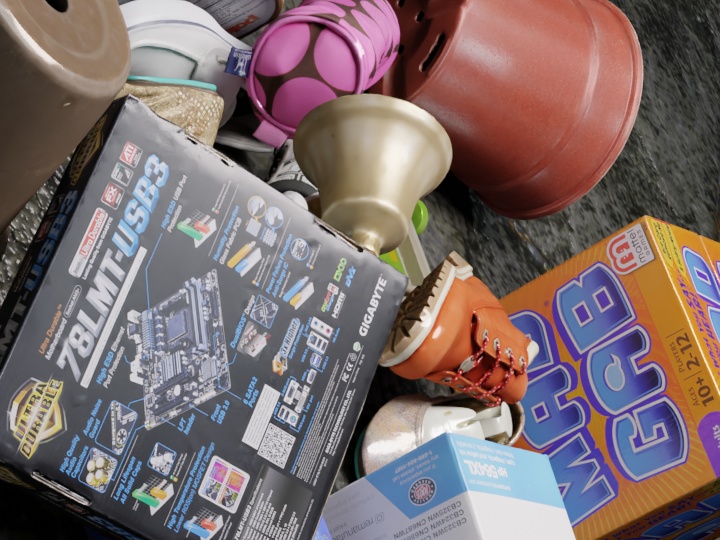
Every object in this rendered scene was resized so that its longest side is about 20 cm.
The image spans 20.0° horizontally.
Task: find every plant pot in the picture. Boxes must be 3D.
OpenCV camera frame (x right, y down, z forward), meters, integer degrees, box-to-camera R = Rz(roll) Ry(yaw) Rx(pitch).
[{"bbox_3d":[-0.214,-0.097,1.020,0.200,0.174,0.201,42,30,-31],"label":"plant pot"},{"bbox_3d":[0.094,-0.167,1.666,0.194,0.200,0.202,22,43,-41],"label":"plant pot"}]

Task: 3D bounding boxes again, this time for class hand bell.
[{"bbox_3d":[0.000,0.000,1.249,0.104,0.104,0.201,40,40,-35],"label":"hand bell"}]

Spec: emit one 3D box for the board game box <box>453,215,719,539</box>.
[{"bbox_3d":[0.215,0.106,1.571,0.199,0.199,0.201,14,50,-57],"label":"board game box"}]

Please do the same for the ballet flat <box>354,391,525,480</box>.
[{"bbox_3d":[0.063,0.113,1.425,0.200,0.067,0.069,-19,99,-64],"label":"ballet flat"}]

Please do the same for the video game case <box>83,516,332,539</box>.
[{"bbox_3d":[-0.093,0.122,1.165,0.181,0.045,0.202,9,56,-60],"label":"video game case"}]

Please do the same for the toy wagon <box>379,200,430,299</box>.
[{"bbox_3d":[0.001,-0.039,1.516,0.155,0.039,0.202,15,50,-57],"label":"toy wagon"}]

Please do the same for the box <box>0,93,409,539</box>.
[{"bbox_3d":[-0.090,0.045,1.060,0.198,0.050,0.202,31,68,-26],"label":"box"}]

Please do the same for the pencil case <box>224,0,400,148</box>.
[{"bbox_3d":[-0.026,-0.144,1.396,0.090,0.094,0.200,24,17,4],"label":"pencil case"}]

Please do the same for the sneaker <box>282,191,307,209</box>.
[{"bbox_3d":[-0.063,0.035,1.196,0.106,0.075,0.200,62,29,-18],"label":"sneaker"}]

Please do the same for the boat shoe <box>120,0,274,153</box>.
[{"bbox_3d":[-0.111,-0.123,1.368,0.200,0.072,0.066,27,35,-62],"label":"boat shoe"}]

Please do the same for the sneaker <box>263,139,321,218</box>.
[{"bbox_3d":[-0.041,-0.051,1.398,0.088,0.076,0.199,40,44,23],"label":"sneaker"}]

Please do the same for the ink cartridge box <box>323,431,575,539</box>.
[{"bbox_3d":[0.067,0.223,1.255,0.125,0.128,0.202,20,45,-53],"label":"ink cartridge box"}]

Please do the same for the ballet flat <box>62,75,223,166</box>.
[{"bbox_3d":[-0.158,-0.092,1.243,0.199,0.070,0.066,6,87,-47],"label":"ballet flat"}]

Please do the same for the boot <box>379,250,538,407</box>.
[{"bbox_3d":[0.071,0.050,1.384,0.107,0.075,0.200,46,16,4],"label":"boot"}]

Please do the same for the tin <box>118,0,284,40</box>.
[{"bbox_3d":[-0.130,-0.189,1.349,0.199,0.111,0.042,12,62,-57],"label":"tin"}]
